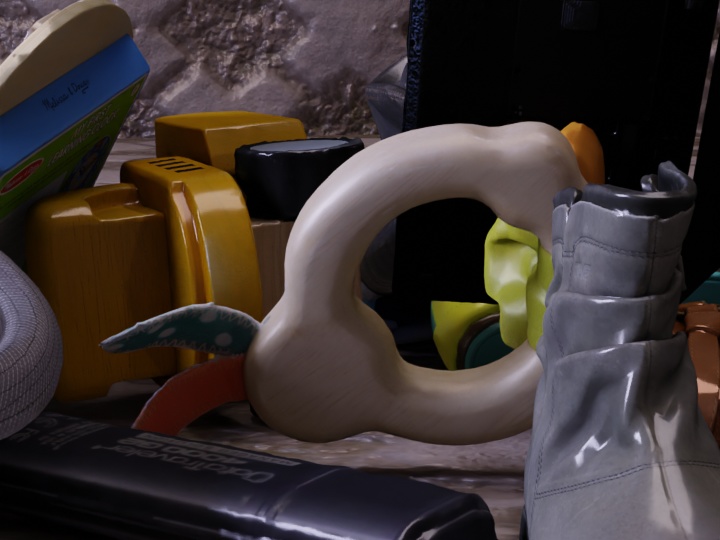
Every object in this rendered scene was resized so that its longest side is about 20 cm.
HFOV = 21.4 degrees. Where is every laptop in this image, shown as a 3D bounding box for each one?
[{"bbox_3d":[0.118,-0.080,0.852,0.199,0.178,0.103,3,36,0],"label":"laptop"}]

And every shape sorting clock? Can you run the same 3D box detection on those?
[{"bbox_3d":[-0.159,-0.031,0.835,0.039,0.200,0.200,34,11,4],"label":"shape sorting clock"}]

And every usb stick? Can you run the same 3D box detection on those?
[{"bbox_3d":[-0.047,0.075,0.613,0.199,0.033,0.055,7,16,37],"label":"usb stick"}]

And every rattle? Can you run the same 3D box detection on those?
[{"bbox_3d":[0.000,0.000,0.747,0.199,0.130,0.143,-25,38,13],"label":"rattle"}]

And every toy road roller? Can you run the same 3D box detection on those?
[{"bbox_3d":[-0.084,-0.002,0.858,0.145,0.123,0.200,-6,10,-20],"label":"toy road roller"}]

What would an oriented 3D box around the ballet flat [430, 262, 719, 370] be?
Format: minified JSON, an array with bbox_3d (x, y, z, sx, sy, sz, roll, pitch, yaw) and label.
[{"bbox_3d":[0.126,0.017,0.927,0.199,0.067,0.067,-4,30,-19],"label":"ballet flat"}]

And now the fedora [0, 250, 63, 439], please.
[{"bbox_3d":[-0.191,0.036,0.606,0.200,0.091,0.177,29,25,33],"label":"fedora"}]

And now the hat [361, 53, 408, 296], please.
[{"bbox_3d":[0.053,-0.083,0.968,0.200,0.081,0.201,-30,24,15],"label":"hat"}]

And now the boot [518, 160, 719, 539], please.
[{"bbox_3d":[0.074,0.038,0.519,0.067,0.131,0.200,0,7,-4],"label":"boot"}]

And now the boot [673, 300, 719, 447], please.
[{"bbox_3d":[0.149,0.036,0.805,0.154,0.074,0.200,-4,5,-6],"label":"boot"}]

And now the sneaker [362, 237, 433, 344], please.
[{"bbox_3d":[-0.018,0.005,1.024,0.199,0.075,0.087,0,13,-6],"label":"sneaker"}]
